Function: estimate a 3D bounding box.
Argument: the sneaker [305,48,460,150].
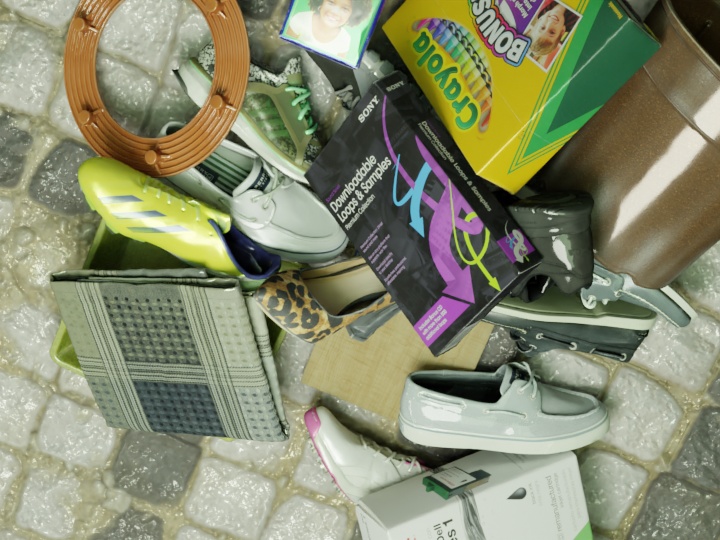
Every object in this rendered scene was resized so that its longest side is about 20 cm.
[{"bbox_3d":[0.009,-0.119,1.428,0.199,0.075,0.116,36,89,-8],"label":"sneaker"}]

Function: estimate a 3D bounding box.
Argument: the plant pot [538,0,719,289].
[{"bbox_3d":[0.267,-0.104,1.369,0.200,0.201,0.198,37,118,-7],"label":"plant pot"}]

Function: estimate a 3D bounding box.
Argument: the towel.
[{"bbox_3d":[-0.169,0.074,1.475,0.191,0.035,0.201,3,132,18],"label":"towel"}]

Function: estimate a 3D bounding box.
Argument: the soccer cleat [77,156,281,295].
[{"bbox_3d":[-0.155,-0.044,1.422,0.200,0.065,0.084,38,130,-20],"label":"soccer cleat"}]

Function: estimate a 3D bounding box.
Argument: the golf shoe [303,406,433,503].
[{"bbox_3d":[0.024,0.197,1.566,0.091,0.075,0.200,-36,108,5],"label":"golf shoe"}]

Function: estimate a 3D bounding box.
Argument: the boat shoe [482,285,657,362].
[{"bbox_3d":[0.169,0.048,1.482,0.198,0.075,0.067,5,120,-17],"label":"boat shoe"}]

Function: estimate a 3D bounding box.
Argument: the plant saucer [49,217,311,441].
[{"bbox_3d":[-0.167,0.034,1.533,0.198,0.048,0.201,24,110,-3],"label":"plant saucer"}]

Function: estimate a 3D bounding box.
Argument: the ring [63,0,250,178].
[{"bbox_3d":[-0.185,-0.182,1.425,0.199,0.019,0.202,1,92,28],"label":"ring"}]

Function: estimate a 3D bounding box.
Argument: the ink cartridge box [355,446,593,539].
[{"bbox_3d":[0.111,0.257,1.523,0.199,0.084,0.147,-20,109,-16],"label":"ink cartridge box"}]

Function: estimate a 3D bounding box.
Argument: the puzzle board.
[{"bbox_3d":[0.047,0.047,1.531,0.150,0.017,0.201,22,110,-1],"label":"puzzle board"}]

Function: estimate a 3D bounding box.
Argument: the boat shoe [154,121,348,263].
[{"bbox_3d":[-0.100,-0.069,1.458,0.199,0.074,0.067,22,153,-4],"label":"boat shoe"}]

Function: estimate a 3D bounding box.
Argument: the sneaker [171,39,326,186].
[{"bbox_3d":[-0.069,-0.145,1.449,0.199,0.077,0.089,36,101,-9],"label":"sneaker"}]

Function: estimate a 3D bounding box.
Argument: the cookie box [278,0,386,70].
[{"bbox_3d":[0.006,-0.287,1.333,0.075,0.171,0.201,20,111,-4],"label":"cookie box"}]

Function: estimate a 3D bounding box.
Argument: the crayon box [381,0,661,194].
[{"bbox_3d":[0.127,-0.194,1.343,0.173,0.201,0.058,-45,138,18],"label":"crayon box"}]

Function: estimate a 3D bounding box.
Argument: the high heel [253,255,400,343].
[{"bbox_3d":[0.000,0.000,1.424,0.142,0.199,0.072,-40,64,21],"label":"high heel"}]

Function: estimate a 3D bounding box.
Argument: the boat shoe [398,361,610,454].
[{"bbox_3d":[0.135,0.123,1.508,0.199,0.070,0.072,1,119,-2],"label":"boat shoe"}]

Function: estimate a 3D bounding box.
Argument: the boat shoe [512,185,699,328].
[{"bbox_3d":[0.211,0.000,1.462,0.199,0.073,0.062,34,97,2],"label":"boat shoe"}]

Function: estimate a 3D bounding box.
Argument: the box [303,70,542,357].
[{"bbox_3d":[0.046,-0.045,1.354,0.201,0.036,0.143,54,139,12],"label":"box"}]

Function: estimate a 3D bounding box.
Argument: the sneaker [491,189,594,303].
[{"bbox_3d":[0.122,-0.019,1.366,0.075,0.199,0.092,-17,102,-29],"label":"sneaker"}]
